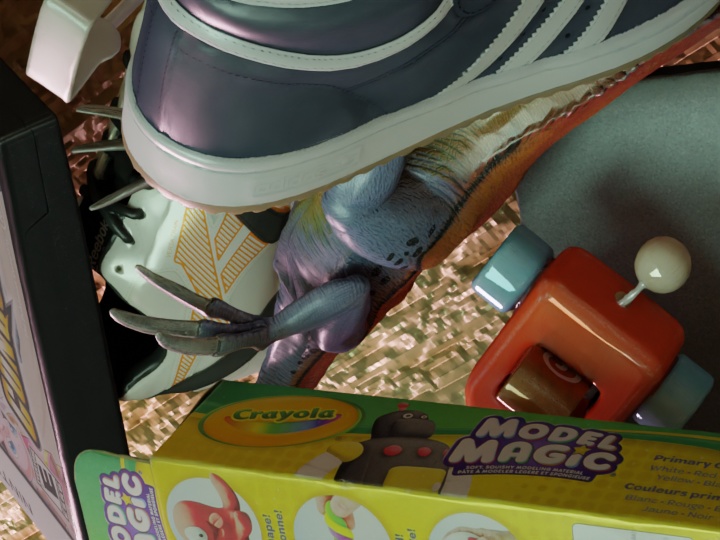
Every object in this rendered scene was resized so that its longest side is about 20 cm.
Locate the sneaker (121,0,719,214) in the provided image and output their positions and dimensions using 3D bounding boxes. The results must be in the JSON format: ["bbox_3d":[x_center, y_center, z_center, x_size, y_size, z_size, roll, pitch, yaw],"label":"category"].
[{"bbox_3d":[0.033,-0.094,0.684,0.070,0.200,0.109,49,153,25],"label":"sneaker"}]

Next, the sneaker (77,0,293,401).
[{"bbox_3d":[-0.051,-0.033,0.886,0.074,0.080,0.200,-127,26,-44],"label":"sneaker"}]

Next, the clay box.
[{"bbox_3d":[0.026,0.093,0.760,0.199,0.048,0.115,6,122,28],"label":"clay box"}]

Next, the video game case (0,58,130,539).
[{"bbox_3d":[-0.135,-0.011,0.964,0.181,0.025,0.200,45,152,44],"label":"video game case"}]

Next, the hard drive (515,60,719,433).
[{"bbox_3d":[0.140,0.008,0.780,0.199,0.033,0.140,-5,101,34],"label":"hard drive"}]

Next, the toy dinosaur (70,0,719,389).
[{"bbox_3d":[0.000,0.000,0.799,0.199,0.105,0.182,9,136,10],"label":"toy dinosaur"}]

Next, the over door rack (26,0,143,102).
[{"bbox_3d":[-0.090,-0.123,0.751,0.148,0.200,0.067,33,128,7],"label":"over door rack"}]

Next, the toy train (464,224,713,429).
[{"bbox_3d":[0.086,0.088,0.784,0.200,0.056,0.150,41,134,0],"label":"toy train"}]
